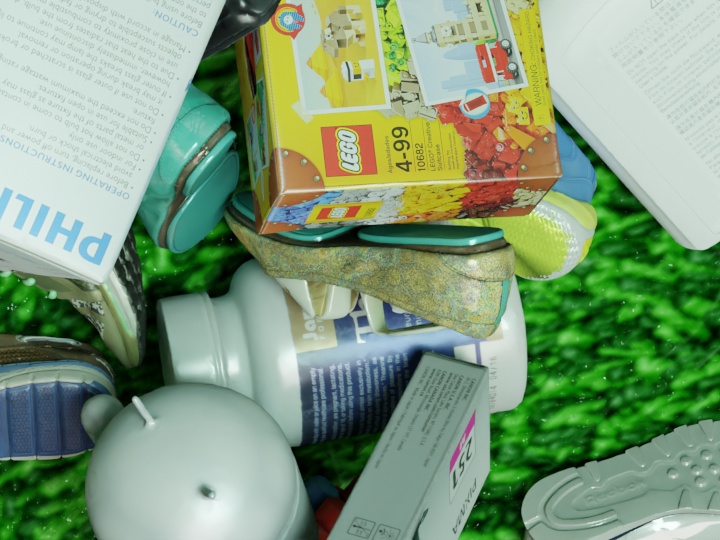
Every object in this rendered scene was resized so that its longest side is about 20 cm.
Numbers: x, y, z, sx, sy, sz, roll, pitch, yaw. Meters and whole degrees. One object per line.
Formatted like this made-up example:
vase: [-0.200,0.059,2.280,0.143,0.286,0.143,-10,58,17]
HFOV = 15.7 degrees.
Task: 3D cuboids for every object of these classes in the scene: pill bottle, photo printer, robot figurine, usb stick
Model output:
pill bottle: [-0.012,0.041,1.497,0.200,0.111,0.111,-9,122,-9]
photo printer: [0.189,-0.126,1.470,0.166,0.069,0.200,-40,122,11]
robot figurine: [-0.085,0.132,1.411,0.113,0.170,0.200,-49,159,-16]
usb stick: [-0.088,-0.129,1.335,0.033,0.200,0.055,22,73,-20]

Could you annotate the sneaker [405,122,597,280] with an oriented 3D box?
sneaker: [0.046,-0.068,1.477,0.200,0.105,0.076,29,129,3]

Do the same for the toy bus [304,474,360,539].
toy bus: [-0.045,0.213,1.547,0.192,0.200,0.136,-46,126,7]

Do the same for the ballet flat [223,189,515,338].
ballet flat: [0.000,0.000,1.408,0.071,0.200,0.071,-13,107,-46]

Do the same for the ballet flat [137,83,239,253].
ballet flat: [-0.104,-0.064,1.404,0.070,0.200,0.067,42,79,5]

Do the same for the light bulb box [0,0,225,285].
light bulb box: [-0.165,-0.108,1.273,0.125,0.198,0.200,25,83,-20]

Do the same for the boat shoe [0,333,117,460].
boat shoe: [-0.238,0.071,1.479,0.200,0.072,0.072,2,117,-6]

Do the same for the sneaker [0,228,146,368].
sneaker: [-0.185,-0.022,1.448,0.089,0.077,0.200,-23,117,12]

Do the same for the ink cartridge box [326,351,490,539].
ink cartridge box: [0.019,0.173,1.426,0.044,0.200,0.174,15,139,18]

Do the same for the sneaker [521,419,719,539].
sneaker: [0.199,0.154,1.652,0.200,0.076,0.081,-11,134,-2]

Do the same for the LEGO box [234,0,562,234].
LEGO box: [0.013,-0.127,1.353,0.149,0.200,0.077,-4,165,-12]
